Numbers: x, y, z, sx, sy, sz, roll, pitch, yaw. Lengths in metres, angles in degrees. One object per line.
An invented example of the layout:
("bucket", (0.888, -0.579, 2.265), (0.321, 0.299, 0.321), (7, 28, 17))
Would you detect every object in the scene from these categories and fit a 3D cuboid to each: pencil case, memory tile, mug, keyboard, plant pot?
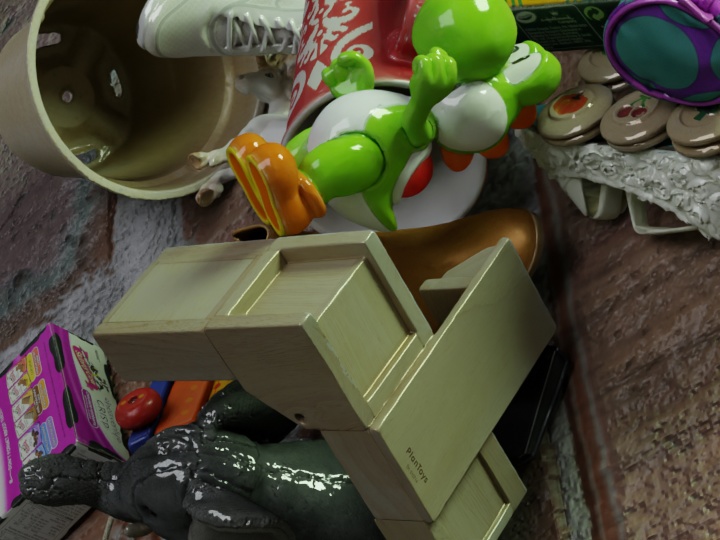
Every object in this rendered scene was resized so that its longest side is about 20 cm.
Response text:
("pencil case", (0.218, -0.184, 1.153), (0.200, 0.085, 0.092), (-54, -1, -31))
("memory tile", (0.208, -0.121, 1.174), (0.199, 0.017, 0.153), (8, 48, 46))
("mug", (0.029, -0.139, 1.340), (0.177, 0.133, 0.200), (-40, 28, 27))
("keyboard", (0.058, 0.054, 1.280), (0.199, 0.021, 0.128), (7, 77, 50))
("plant pot", (-0.203, -0.150, 1.600), (0.183, 0.200, 0.201), (-5, 61, 60))

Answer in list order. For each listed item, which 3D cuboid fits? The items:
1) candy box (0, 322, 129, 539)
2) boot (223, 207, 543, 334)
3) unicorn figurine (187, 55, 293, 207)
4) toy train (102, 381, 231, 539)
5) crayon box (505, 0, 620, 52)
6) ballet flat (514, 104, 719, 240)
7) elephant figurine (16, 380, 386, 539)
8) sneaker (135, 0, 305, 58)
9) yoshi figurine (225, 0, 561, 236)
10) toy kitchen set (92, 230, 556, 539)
("candy box", (-0.270, 0.158, 1.548), (0.200, 0.061, 0.137), (-43, 40, 19))
("boot", (0.000, 0.000, 1.244), (0.201, 0.144, 0.071), (-31, 50, 36))
("unicorn figurine", (-0.058, -0.095, 1.464), (0.200, 0.074, 0.137), (29, 45, 33))
("toy train", (-0.098, 0.107, 1.337), (0.115, 0.085, 0.200), (-20, 29, 23))
("crayon box", (0.156, -0.232, 1.258), (0.126, 0.051, 0.201), (0, 59, 41))
("ballet flat", (0.160, -0.056, 1.206), (0.200, 0.072, 0.072), (20, 81, 55))
("elephant figurine", (-0.076, 0.136, 1.224), (0.155, 0.200, 0.141), (-54, 37, 5))
("sneaker", (-0.066, -0.190, 1.474), (0.075, 0.199, 0.081), (98, 149, -46))
("yoshi figurine", (0.019, -0.104, 1.175), (0.199, 0.112, 0.113), (-26, 65, -10))
("toy kitchen set", (-0.006, 0.056, 1.191), (0.180, 0.200, 0.163), (-4, 37, 43))
